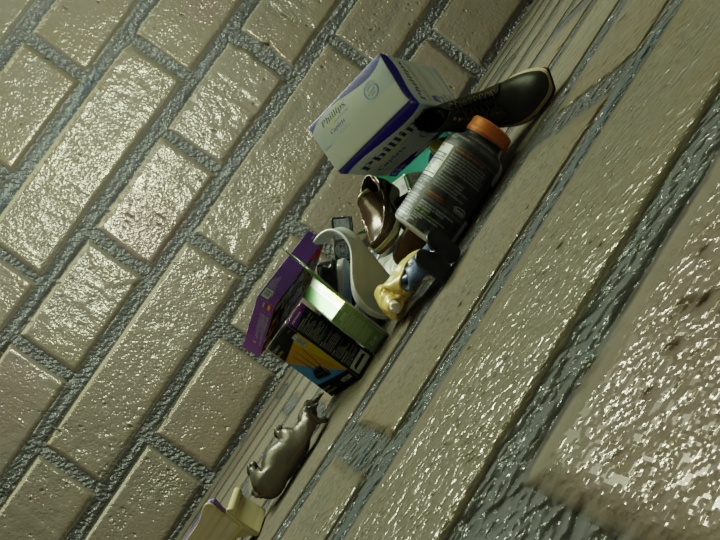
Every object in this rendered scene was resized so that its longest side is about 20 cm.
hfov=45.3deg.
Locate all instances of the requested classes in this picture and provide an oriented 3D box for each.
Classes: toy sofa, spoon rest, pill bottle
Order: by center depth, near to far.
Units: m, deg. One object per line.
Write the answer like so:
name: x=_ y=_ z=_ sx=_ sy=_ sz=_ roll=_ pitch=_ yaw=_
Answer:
pill bottle: x=0.148 y=-0.136 z=1.325 sx=0.202 sy=0.105 sz=0.106 roll=-55 pitch=3 yaw=2
toy sofa: x=-0.245 y=0.448 z=1.382 sx=0.202 sy=0.097 sz=0.083 roll=-56 pitch=3 yaw=9
spoon rest: x=0.000 y=0.000 z=1.411 sx=0.098 sy=0.201 sz=0.061 roll=-14 pitch=-34 yaw=-46

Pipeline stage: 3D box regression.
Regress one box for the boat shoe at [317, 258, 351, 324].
boat shoe: x=-0.047 y=0.080 z=1.585 sx=0.074 sy=0.059 sz=0.205 roll=14 pitch=-109 yaw=-72

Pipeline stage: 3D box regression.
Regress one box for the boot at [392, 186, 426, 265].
boot: x=0.093 y=-0.085 z=1.477 sx=0.199 sy=0.071 sz=0.145 roll=-38 pitch=28 yaw=-22

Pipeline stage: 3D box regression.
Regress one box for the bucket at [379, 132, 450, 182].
bucket: x=0.127 y=-0.228 z=1.800 sx=0.208 sy=0.205 sz=0.136 roll=-51 pitch=6 yaw=46

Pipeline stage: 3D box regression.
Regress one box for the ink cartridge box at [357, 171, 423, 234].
ink cartridge box: x=0.090 y=-0.137 z=1.695 sx=0.144 sy=0.049 sz=0.199 roll=-14 pitch=-10 yaw=-37

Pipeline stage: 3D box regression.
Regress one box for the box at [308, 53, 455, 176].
box: x=0.047 y=-0.256 z=1.463 sx=0.183 sy=0.106 sz=0.199 roll=-41 pitch=-18 yaw=29

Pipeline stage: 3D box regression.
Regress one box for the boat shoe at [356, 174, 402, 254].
boat shoe: x=0.022 y=-0.100 z=1.462 sx=0.075 sy=0.074 sz=0.203 roll=-47 pitch=19 yaw=22

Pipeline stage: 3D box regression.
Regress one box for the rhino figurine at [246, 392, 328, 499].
rhino figurine: x=-0.114 y=0.284 z=1.403 sx=0.202 sy=0.060 sz=0.087 roll=-55 pitch=17 yaw=-13

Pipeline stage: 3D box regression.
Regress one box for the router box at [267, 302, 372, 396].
router box: x=-0.073 y=0.139 z=1.470 sx=0.051 sy=0.148 sz=0.200 roll=-55 pitch=2 yaw=-22

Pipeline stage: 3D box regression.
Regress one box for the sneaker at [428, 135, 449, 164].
sneaker: x=0.173 y=-0.185 z=1.466 sx=0.198 sy=0.073 sz=0.084 roll=-20 pitch=-56 yaw=-49

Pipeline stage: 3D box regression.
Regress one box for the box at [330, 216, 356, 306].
box: x=-0.028 y=0.014 z=1.725 sx=0.161 sy=0.043 sz=0.204 roll=93 pitch=171 yaw=-74

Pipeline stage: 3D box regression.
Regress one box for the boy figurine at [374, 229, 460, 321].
boy figurine: x=0.070 y=0.022 z=1.277 sx=0.125 sy=0.064 sz=0.200 roll=-58 pitch=3 yaw=-35

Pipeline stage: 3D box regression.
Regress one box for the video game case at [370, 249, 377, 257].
video game case: x=0.071 y=-0.041 z=1.666 sx=0.183 sy=0.024 sz=0.199 roll=-55 pitch=-18 yaw=10

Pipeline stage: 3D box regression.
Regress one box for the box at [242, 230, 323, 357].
box: x=-0.135 y=0.040 z=1.531 sx=0.201 sy=0.039 sz=0.138 roll=-56 pitch=-8 yaw=-45

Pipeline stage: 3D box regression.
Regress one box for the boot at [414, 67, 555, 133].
boot: x=0.195 y=-0.257 z=1.356 sx=0.137 sy=0.079 sz=0.198 roll=-11 pitch=-11 yaw=-46

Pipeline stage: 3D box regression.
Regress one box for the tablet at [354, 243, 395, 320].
tablet: x=0.034 y=0.027 z=1.580 sx=0.203 sy=0.013 sz=0.130 roll=-66 pitch=-19 yaw=3

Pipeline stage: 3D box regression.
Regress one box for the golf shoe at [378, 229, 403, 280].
golf shoe: x=0.093 y=-0.024 z=1.502 sx=0.091 sy=0.076 sz=0.201 roll=-6 pitch=39 yaw=49

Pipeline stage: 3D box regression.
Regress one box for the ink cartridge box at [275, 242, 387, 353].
ink cartridge box: x=-0.060 y=0.045 z=1.415 sx=0.048 sy=0.199 sz=0.145 roll=-53 pitch=29 yaw=-3
